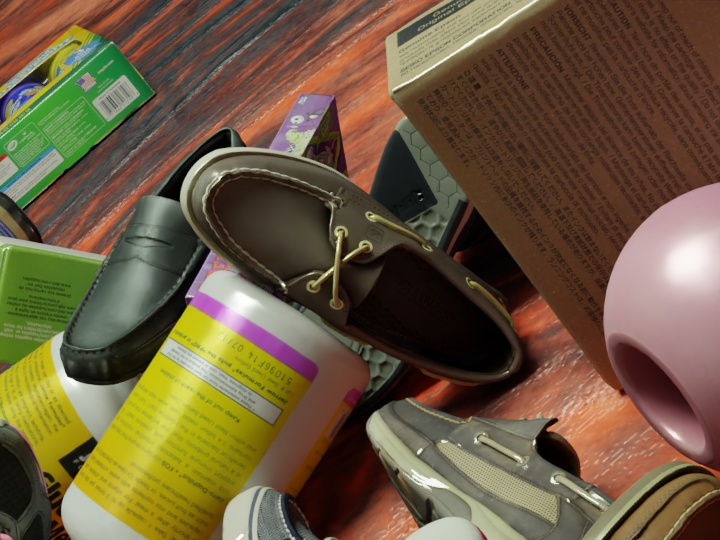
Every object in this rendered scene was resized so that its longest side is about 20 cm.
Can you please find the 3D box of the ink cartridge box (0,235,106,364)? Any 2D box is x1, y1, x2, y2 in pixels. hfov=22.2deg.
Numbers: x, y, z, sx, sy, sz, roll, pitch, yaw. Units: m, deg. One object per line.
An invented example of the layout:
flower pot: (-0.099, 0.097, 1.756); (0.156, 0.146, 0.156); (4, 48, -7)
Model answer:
ink cartridge box: (-0.209, 0.021, 1.257); (0.200, 0.148, 0.076); (12, 91, 62)

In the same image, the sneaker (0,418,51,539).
sneaker: (-0.199, 0.178, 0.957); (0.095, 0.079, 0.200); (-157, 72, -72)

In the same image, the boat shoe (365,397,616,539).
boat shoe: (0.069, 0.106, 0.825); (0.073, 0.075, 0.200); (-32, 31, -11)

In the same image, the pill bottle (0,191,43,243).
pill bottle: (-0.363, 0.024, 1.533); (0.112, 0.112, 0.200); (-11, 36, 48)

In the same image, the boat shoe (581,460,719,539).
boat shoe: (0.097, 0.163, 0.677); (0.068, 0.072, 0.200); (9, 61, 55)

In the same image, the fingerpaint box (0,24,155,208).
fingerpaint box: (-0.321, -0.150, 1.833); (0.200, 0.073, 0.167); (-42, 24, -7)

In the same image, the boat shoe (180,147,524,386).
boat shoe: (0.000, 0.000, 0.947); (0.072, 0.200, 0.060); (-57, 25, 4)

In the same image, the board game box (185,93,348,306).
board game box: (-0.049, -0.003, 1.120); (0.032, 0.120, 0.200); (9, 42, 16)

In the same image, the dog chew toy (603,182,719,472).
dog chew toy: (0.200, -0.004, 0.766); (0.200, 0.125, 0.125); (-36, 22, -14)

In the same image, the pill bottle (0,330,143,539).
pill bottle: (-0.184, 0.107, 1.120); (0.200, 0.112, 0.112); (-35, 24, 8)

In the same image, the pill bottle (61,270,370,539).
pill bottle: (-0.088, 0.107, 0.966); (0.200, 0.104, 0.104); (-57, 26, -6)

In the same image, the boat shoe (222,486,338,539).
boat shoe: (-0.002, 0.153, 0.839); (0.093, 0.075, 0.200); (-30, 33, 7)

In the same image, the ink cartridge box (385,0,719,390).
ink cartridge box: (0.133, -0.066, 0.861); (0.165, 0.200, 0.075); (-31, 25, 15)

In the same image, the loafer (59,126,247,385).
loafer: (-0.117, -0.011, 1.068); (0.068, 0.070, 0.201); (8, 39, 24)

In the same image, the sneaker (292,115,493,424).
sneaker: (0.028, -0.006, 1.073); (0.202, 0.077, 0.146); (-61, -8, 14)

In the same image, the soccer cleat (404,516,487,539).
soccer cleat: (-0.020, 0.177, 0.701); (0.200, 0.086, 0.070); (-63, 23, 15)
